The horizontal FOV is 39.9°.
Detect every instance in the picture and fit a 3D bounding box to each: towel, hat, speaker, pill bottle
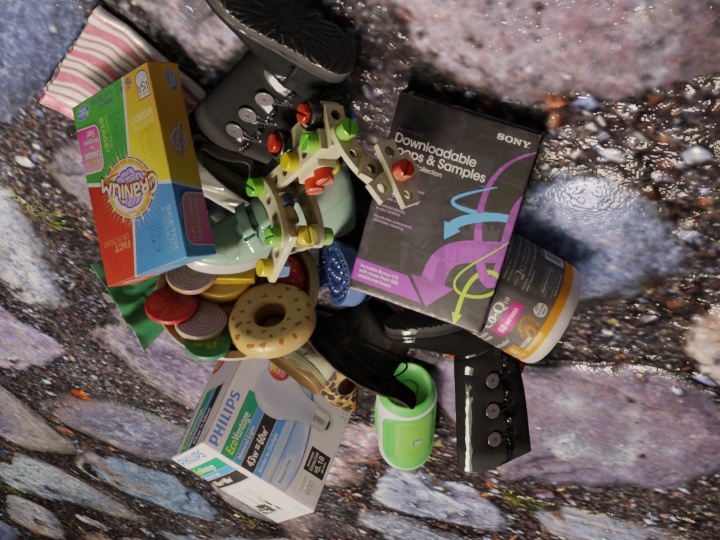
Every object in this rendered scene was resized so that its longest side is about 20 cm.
[{"bbox_3d":[-0.268,-0.196,1.108,0.146,0.030,0.199,36,146,-18],"label":"towel"},{"bbox_3d":[0.007,0.075,1.183,0.199,0.082,0.201,33,-173,-5],"label":"hat"},{"bbox_3d":[0.065,0.212,1.418,0.087,0.089,0.201,16,147,13],"label":"speaker"},{"bbox_3d":[0.123,0.003,1.046,0.198,0.117,0.117,28,148,-5],"label":"pill bottle"}]

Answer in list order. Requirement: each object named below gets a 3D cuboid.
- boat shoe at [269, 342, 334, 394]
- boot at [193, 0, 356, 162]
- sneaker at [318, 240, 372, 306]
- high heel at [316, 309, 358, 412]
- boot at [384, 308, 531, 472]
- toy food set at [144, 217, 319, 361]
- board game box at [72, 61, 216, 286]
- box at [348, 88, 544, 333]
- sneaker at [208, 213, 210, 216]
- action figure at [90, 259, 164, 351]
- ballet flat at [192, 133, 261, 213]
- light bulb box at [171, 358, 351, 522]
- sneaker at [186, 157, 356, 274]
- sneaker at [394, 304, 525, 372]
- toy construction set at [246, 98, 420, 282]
[{"bbox_3d":[-0.097,0.097,1.348,0.199,0.063,0.074,34,162,43],"label":"boat shoe"},{"bbox_3d":[-0.115,-0.197,0.962,0.164,0.066,0.199,36,151,-14],"label":"boot"},{"bbox_3d":[0.000,0.000,1.111,0.076,0.071,0.200,0,-173,-10],"label":"sneaker"},{"bbox_3d":[0.007,0.144,1.367,0.141,0.072,0.202,14,138,29],"label":"high heel"},{"bbox_3d":[0.115,0.137,1.149,0.162,0.066,0.203,-10,111,-12],"label":"boot"},{"bbox_3d":[-0.144,0.018,1.136,0.194,0.203,0.049,0,144,2],"label":"toy food set"},{"bbox_3d":[-0.231,-0.097,1.048,0.152,0.204,0.040,-16,175,43],"label":"board game box"},{"bbox_3d":[0.080,-0.057,0.955,0.141,0.036,0.203,18,106,10],"label":"box"},{"bbox_3d":[-0.237,-0.091,1.196,0.086,0.076,0.200,62,175,11],"label":"sneaker"},{"bbox_3d":[-0.213,-0.001,1.210,0.119,0.199,0.055,60,154,-3],"label":"action figure"},{"bbox_3d":[-0.123,-0.092,1.135,0.198,0.070,0.070,28,148,-4],"label":"ballet flat"},{"bbox_3d":[-0.142,0.236,1.487,0.199,0.200,0.124,34,145,-18],"label":"light bulb box"},{"bbox_3d":[-0.101,-0.074,1.052,0.198,0.074,0.119,-19,138,-14],"label":"sneaker"},{"bbox_3d":[0.109,0.079,1.210,0.199,0.074,0.077,38,154,-16],"label":"sneaker"},{"bbox_3d":[-0.036,-0.081,0.935,0.198,0.133,0.091,-24,159,39],"label":"toy construction set"}]
